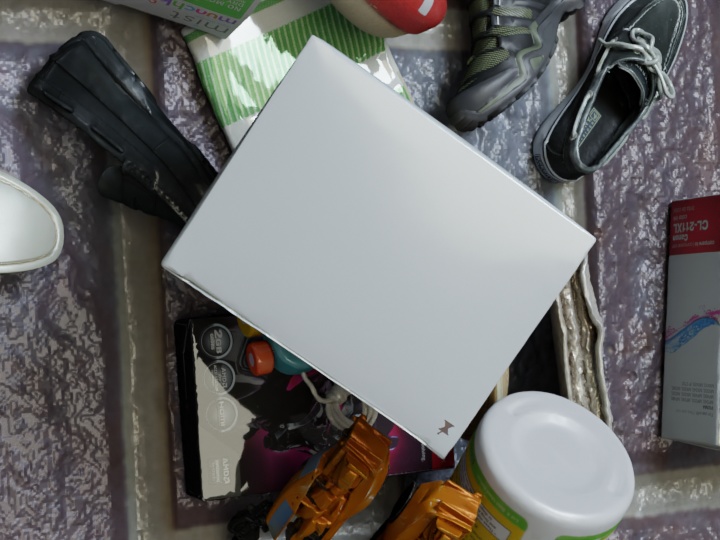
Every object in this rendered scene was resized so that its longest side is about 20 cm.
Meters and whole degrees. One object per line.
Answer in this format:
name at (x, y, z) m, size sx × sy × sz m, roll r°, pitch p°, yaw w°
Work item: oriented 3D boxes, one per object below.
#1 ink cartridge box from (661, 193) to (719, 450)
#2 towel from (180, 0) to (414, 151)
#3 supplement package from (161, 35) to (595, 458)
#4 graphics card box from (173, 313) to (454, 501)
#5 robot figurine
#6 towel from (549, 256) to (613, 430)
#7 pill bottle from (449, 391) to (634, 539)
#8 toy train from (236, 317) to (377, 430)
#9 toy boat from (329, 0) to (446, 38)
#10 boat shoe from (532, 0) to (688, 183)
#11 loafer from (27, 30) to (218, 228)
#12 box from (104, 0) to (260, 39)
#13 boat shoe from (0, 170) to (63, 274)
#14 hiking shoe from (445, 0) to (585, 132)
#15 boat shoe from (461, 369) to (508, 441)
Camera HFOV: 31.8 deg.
ink cartridge box at (0.331, 0.046, 1.041) m, size 0.144 × 0.083 × 0.203 m, roll 6°, pitch 86°, yaw -23°
towel at (-0.029, -0.112, 0.929) m, size 0.151 × 0.023 × 0.202 m, roll -28°, pitch 100°, yaw -21°
supplement package at (0.010, -0.018, 0.756) m, size 0.199 × 0.111 × 0.157 m, roll 34°, pitch 96°, yaw -6°
graphics card box at (-0.030, 0.089, 0.905) m, size 0.197 × 0.051 × 0.127 m, roll -3°, pitch 88°, yaw -22°
robot figurine at (-0.013, 0.190, 0.841) m, size 0.144 × 0.201 × 0.058 m, roll 34°, pitch 36°, yaw -2°
towel at (0.165, 0.071, 0.949) m, size 0.034 × 0.133 × 0.203 m, roll -7°, pitch 92°, yaw 7°
pill bottle at (0.100, 0.190, 0.878) m, size 0.110 × 0.201 × 0.112 m, roll 13°, pitch 39°, yaw -11°
toy train at (0.000, 0.000, 0.875) m, size 0.149 × 0.056 × 0.202 m, roll 29°, pitch 64°, yaw -11°
toy boat at (0.033, -0.265, 0.872) m, size 0.130 × 0.129 × 0.203 m, roll 21°, pitch 63°, yaw -54°
boat shoe at (0.212, -0.156, 1.006) m, size 0.074 × 0.068 × 0.200 m, roll 46°, pitch 72°, yaw -15°
loafer at (-0.142, -0.068, 0.843) m, size 0.070 × 0.068 × 0.201 m, roll -40°, pitch 85°, yaw -2°
box at (-0.152, -0.275, 0.834) m, size 0.198 × 0.096 × 0.179 m, roll 16°, pitch 74°, yaw -21°
boat shoe at (-0.289, -0.028, 0.792) m, size 0.198 × 0.062 × 0.076 m, roll 2°, pitch 71°, yaw -31°
hiking shoe at (0.104, -0.196, 0.968) m, size 0.100 × 0.076 × 0.201 m, roll 37°, pitch 66°, yaw -9°
boat shoe at (0.081, 0.023, 0.877) m, size 0.069 × 0.073 × 0.202 m, roll -30°, pitch 123°, yaw -39°
